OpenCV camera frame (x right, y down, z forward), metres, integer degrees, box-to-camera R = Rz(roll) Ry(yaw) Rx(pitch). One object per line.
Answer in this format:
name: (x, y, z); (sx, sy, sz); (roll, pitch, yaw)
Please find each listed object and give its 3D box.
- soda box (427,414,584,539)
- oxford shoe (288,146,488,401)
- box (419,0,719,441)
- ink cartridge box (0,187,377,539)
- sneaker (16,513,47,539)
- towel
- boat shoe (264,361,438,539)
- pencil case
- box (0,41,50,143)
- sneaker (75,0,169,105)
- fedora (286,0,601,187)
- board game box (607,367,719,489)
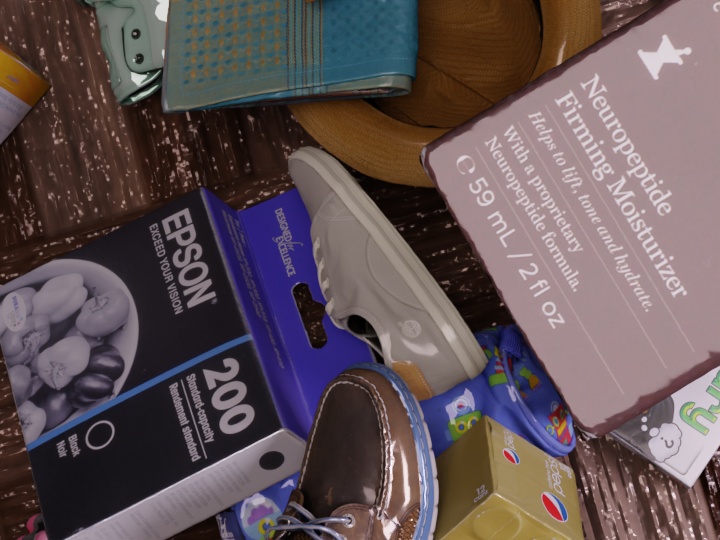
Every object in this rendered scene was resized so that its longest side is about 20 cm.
soda box: (0.029, 0.171, 1.261); (0.068, 0.064, 0.200); (33, 119, -24)
oxford shoe: (0.000, 0.000, 1.280); (0.058, 0.075, 0.200); (-36, 47, 0)
box: (0.157, -0.036, 1.179); (0.200, 0.164, 0.166); (-31, 86, 5)
ink cartridge box: (-0.098, 0.048, 1.308); (0.200, 0.043, 0.198); (-26, 48, 4)
sneaker: (-0.167, 0.220, 1.339); (0.095, 0.079, 0.201); (17, 87, -12)
towel: (-0.038, -0.185, 1.313); (0.146, 0.022, 0.201); (-4, 71, 15)
boat shoe: (-0.010, 0.147, 1.190); (0.072, 0.072, 0.201); (3, 90, 36)
pencil case: (0.017, 0.098, 1.295); (0.200, 0.078, 0.087); (-25, 115, 16)
box: (-0.271, -0.054, 1.351); (0.041, 0.119, 0.200); (42, 90, 11)
sneaker: (-0.161, -0.161, 1.367); (0.200, 0.074, 0.119); (7, 78, 6)
fedora: (0.046, -0.134, 1.333); (0.200, 0.082, 0.201); (-3, 77, 14)
board game box: (0.189, 0.006, 1.321); (0.126, 0.035, 0.200); (33, 89, 10)
